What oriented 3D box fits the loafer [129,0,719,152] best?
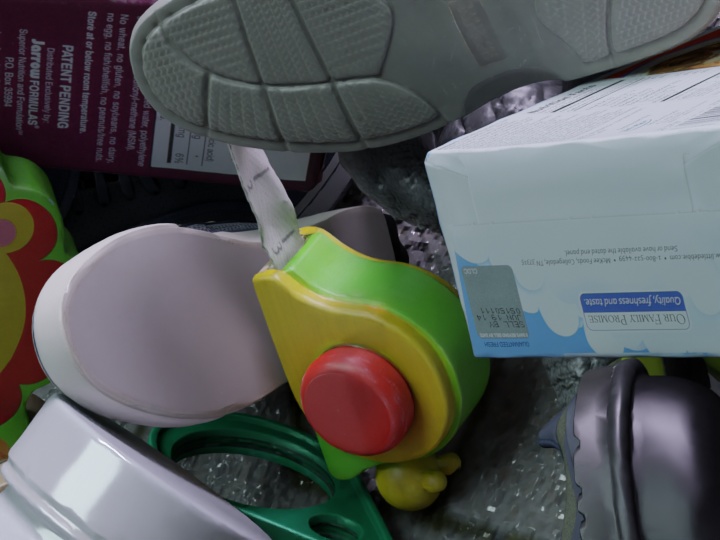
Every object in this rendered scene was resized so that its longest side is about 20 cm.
[{"bbox_3d":[0.025,-0.087,0.834,0.199,0.072,0.063,-10,28,22],"label":"loafer"}]

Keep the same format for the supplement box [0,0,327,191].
[{"bbox_3d":[-0.107,-0.117,0.979,0.103,0.199,0.131,103,169,-53],"label":"supplement box"}]

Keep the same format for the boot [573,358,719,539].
[{"bbox_3d":[0.153,0.106,0.691,0.157,0.079,0.212,-19,76,10],"label":"boot"}]

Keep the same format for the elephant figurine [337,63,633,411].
[{"bbox_3d":[0.060,-0.047,0.896,0.200,0.155,0.142,-89,25,-48],"label":"elephant figurine"}]

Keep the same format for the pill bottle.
[{"bbox_3d":[-0.123,0.150,0.884,0.200,0.114,0.114,-55,39,-2],"label":"pill bottle"}]

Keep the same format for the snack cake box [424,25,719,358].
[{"bbox_3d":[0.130,-0.036,0.792,0.115,0.200,0.067,-3,106,46],"label":"snack cake box"}]

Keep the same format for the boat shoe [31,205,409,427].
[{"bbox_3d":[-0.070,0.022,0.966,0.093,0.200,0.075,-15,86,37],"label":"boat shoe"}]

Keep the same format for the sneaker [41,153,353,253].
[{"bbox_3d":[-0.104,-0.050,1.076,0.202,0.146,0.077,-31,42,26],"label":"sneaker"}]

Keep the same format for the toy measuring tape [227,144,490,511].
[{"bbox_3d":[0.000,0.000,0.915,0.073,0.201,0.074,-15,25,7],"label":"toy measuring tape"}]

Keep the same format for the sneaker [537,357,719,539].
[{"bbox_3d":[0.105,0.111,0.806,0.081,0.074,0.201,-38,48,40],"label":"sneaker"}]

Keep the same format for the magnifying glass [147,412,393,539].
[{"bbox_3d":[-0.005,0.102,0.936,0.200,0.079,0.022,31,117,42],"label":"magnifying glass"}]

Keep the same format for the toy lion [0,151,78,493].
[{"bbox_3d":[-0.196,0.039,0.977,0.199,0.192,0.069,-19,34,-6],"label":"toy lion"}]
